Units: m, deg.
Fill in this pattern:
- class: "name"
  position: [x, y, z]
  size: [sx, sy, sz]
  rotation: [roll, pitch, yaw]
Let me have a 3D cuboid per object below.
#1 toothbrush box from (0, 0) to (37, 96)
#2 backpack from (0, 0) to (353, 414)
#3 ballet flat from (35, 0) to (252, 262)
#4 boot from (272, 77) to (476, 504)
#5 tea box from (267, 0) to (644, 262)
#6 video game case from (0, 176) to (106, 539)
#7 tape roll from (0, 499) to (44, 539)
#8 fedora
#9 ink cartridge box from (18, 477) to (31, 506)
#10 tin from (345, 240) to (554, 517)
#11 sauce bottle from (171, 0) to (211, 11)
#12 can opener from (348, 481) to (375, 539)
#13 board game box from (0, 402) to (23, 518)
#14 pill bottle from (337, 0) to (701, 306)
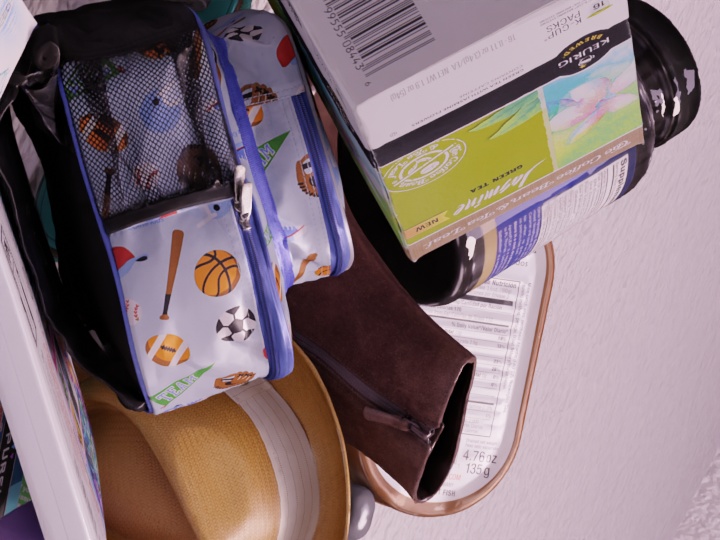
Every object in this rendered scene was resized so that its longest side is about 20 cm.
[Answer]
- class: "toothbrush box"
  position: [-0.222, -0.056, 1.126]
  size: [0.146, 0.085, 0.200]
  rotation: [67, 43, -67]
- class: "backpack"
  position: [-0.087, -0.033, 1.315]
  size: [0.200, 0.154, 0.191]
  rotation: [-124, -154, -81]
- class: "ballet flat"
  position: [-0.112, -0.077, 1.507]
  size: [0.070, 0.067, 0.200]
  rotation: [95, 20, -68]
- class: "boot"
  position: [0.000, 0.000, 1.424]
  size: [0.072, 0.166, 0.200]
  rotation: [-23, 137, -42]
- class: "tea box"
  position: [0.024, -0.143, 1.287]
  size: [0.133, 0.200, 0.197]
  rotation: [-28, 158, -1]
- class: "video game case"
  position: [-0.152, 0.035, 1.287]
  size: [0.182, 0.024, 0.200]
  rotation: [-110, -175, -66]
- class: "tape roll"
  position: [-0.200, 0.204, 1.338]
  size: [0.200, 0.085, 0.200]
  rotation: [-42, 176, -4]
- class: "fedora"
  position: [-0.099, 0.104, 1.435]
  size: [0.082, 0.200, 0.201]
  rotation: [-17, 126, -54]
- class: "ink cartridge box"
  position: [-0.100, 0.065, 1.561]
  size: [0.084, 0.146, 0.200]
  rotation: [31, 78, -71]
- class: "tin"
  position: [0.049, 0.042, 1.610]
  size: [0.112, 0.042, 0.200]
  rotation: [8, 96, -30]
- class: "sauce bottle"
  position: [-0.060, -0.233, 1.497]
  size: [0.066, 0.066, 0.200]
  rotation: [55, 55, -71]
- class: "can opener"
  position: [-0.072, 0.128, 1.648]
  size: [0.053, 0.200, 0.067]
  rotation: [9, 91, -43]
- class: "board game box"
  position: [-0.222, 0.092, 1.363]
  size: [0.200, 0.047, 0.151]
  rotation: [-32, 138, -66]
- class: "pill bottle"
  position: [0.088, -0.071, 1.538]
  size: [0.200, 0.112, 0.112]
  rotation: [-32, 144, -31]
